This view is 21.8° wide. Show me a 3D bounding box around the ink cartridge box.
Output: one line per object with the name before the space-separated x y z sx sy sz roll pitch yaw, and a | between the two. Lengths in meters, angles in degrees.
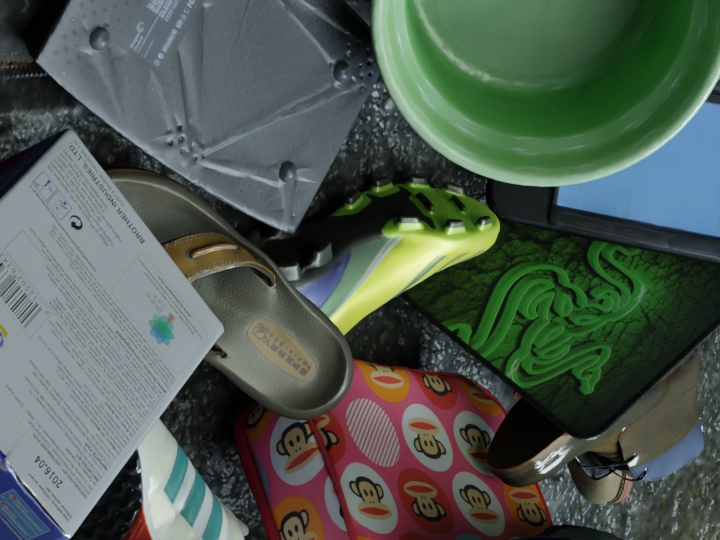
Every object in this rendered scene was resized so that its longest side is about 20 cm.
ink cartridge box | -0.168 0.044 0.886 0.137 0.076 0.200 53 37 -17

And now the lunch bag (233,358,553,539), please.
lunch bag | 0.031 0.145 1.104 0.199 0.177 0.082 12 135 -45

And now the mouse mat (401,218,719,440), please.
mouse mat | 0.141 0.006 1.169 0.200 0.161 0.008 -38 155 -31

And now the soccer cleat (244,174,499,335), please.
soccer cleat | -0.001 0.000 1.114 0.199 0.065 0.084 -18 134 -37

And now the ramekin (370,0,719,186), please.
ramekin | 0.103 -0.158 1.046 0.199 0.098 0.201 -1 116 -1

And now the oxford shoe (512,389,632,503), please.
oxford shoe | 0.128 0.076 1.245 0.075 0.070 0.201 -28 111 -28

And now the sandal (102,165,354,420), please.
sandal | -0.084 0.016 0.999 0.200 0.055 0.082 40 91 -15

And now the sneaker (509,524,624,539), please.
sneaker | 0.117 0.179 1.046 0.199 0.087 0.075 1 77 -48

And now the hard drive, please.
hard drive | -0.082 -0.118 1.007 0.200 0.042 0.135 34 81 -41

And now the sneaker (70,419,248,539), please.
sneaker | -0.112 0.134 1.028 0.201 0.070 0.093 66 23 4

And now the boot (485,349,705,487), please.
boot | 0.159 0.107 1.172 0.200 0.074 0.097 -33 113 -38

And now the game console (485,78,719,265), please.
game console | 0.193 -0.105 1.138 0.199 0.116 0.177 11 82 -6
